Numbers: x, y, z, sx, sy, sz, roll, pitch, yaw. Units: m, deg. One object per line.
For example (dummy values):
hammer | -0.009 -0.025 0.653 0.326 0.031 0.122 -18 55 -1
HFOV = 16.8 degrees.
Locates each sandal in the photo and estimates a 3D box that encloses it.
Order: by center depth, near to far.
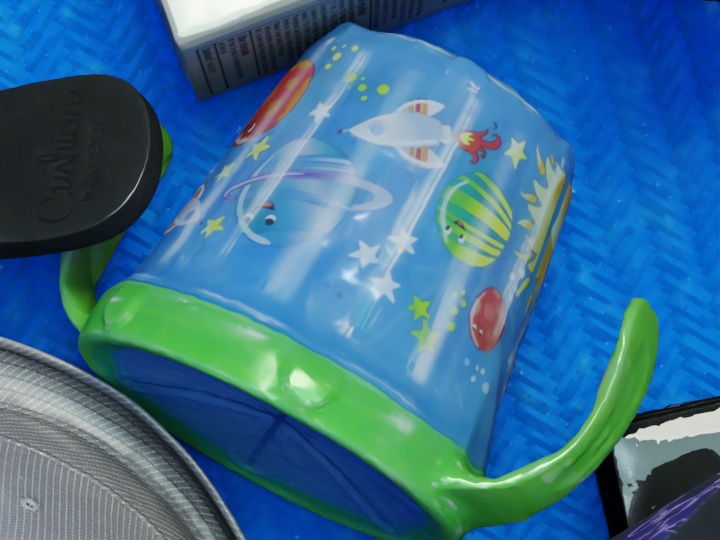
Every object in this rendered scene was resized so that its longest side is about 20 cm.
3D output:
sandal | -0.158 -0.029 0.772 0.199 0.045 0.075 -12 65 23

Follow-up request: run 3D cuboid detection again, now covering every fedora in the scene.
fedora | -0.124 0.118 0.756 0.200 0.090 0.177 41 99 -1

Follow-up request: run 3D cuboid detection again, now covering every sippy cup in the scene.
sippy cup | 0.000 0.000 0.767 0.177 0.140 0.131 31 75 -7

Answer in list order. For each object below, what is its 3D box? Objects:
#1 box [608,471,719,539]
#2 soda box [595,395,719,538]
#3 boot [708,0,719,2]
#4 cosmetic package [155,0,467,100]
box | 0.039 0.148 0.698 0.200 0.141 0.079 -38 83 37
soda box | 0.126 0.140 0.780 0.063 0.071 0.201 -13 86 -2
boot | 0.057 -0.142 0.695 0.210 0.079 0.158 -22 81 -3
cosmetic package | 0.022 -0.135 0.786 0.199 0.103 0.088 -20 84 -3
